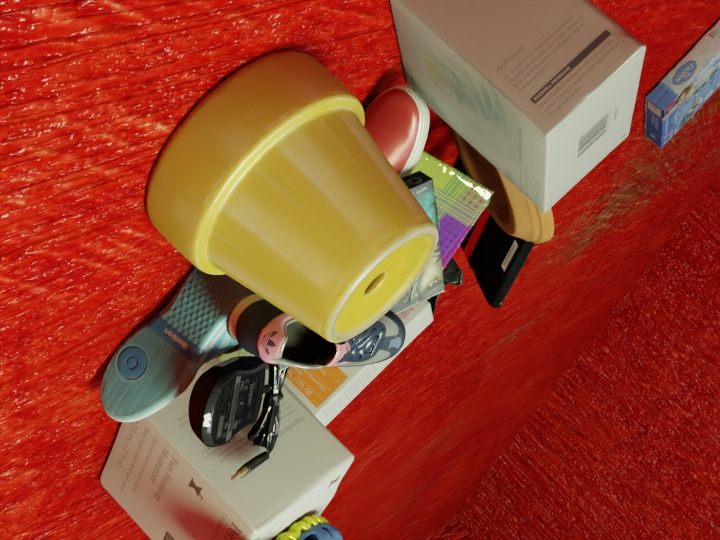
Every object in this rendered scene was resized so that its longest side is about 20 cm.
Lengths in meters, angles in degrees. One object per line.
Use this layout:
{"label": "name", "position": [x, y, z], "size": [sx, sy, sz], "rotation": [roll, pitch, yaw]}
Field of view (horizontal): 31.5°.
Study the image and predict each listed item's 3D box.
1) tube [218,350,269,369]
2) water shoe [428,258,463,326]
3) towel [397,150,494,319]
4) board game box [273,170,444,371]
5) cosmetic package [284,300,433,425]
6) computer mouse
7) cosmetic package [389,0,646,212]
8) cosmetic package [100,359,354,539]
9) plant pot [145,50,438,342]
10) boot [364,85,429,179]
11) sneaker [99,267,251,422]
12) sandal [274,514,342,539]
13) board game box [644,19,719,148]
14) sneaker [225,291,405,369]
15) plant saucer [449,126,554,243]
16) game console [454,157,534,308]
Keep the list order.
{"label": "tube", "position": [-0.061, 0.051, 1.356], "size": [0.200, 0.058, 0.052], "rotation": [-24, 126, -15]}
{"label": "water shoe", "position": [0.056, 0.056, 1.730], "size": [0.200, 0.079, 0.071], "rotation": [-50, 163, 10]}
{"label": "towel", "position": [0.034, -0.044, 1.384], "size": [0.200, 0.144, 0.023], "rotation": [-55, -165, 26]}
{"label": "board game box", "position": [-0.010, 0.000, 1.244], "size": [0.200, 0.028, 0.135], "rotation": [-25, 126, -23]}
{"label": "cosmetic package", "position": [-0.014, 0.088, 1.600], "size": [0.200, 0.101, 0.071], "rotation": [-44, 162, -9]}
{"label": "computer mouse", "position": [-0.128, 0.145, 1.254], "size": [0.200, 0.046, 0.141], "rotation": [-31, 133, -67]}
{"label": "cosmetic package", "position": [0.141, -0.187, 1.179], "size": [0.123, 0.200, 0.199], "rotation": [-42, 162, -6]}
{"label": "cosmetic package", "position": [-0.149, 0.219, 1.406], "size": [0.165, 0.200, 0.165], "rotation": [-30, 156, -42]}
{"label": "plant pot", "position": [-0.045, -0.048, 1.072], "size": [0.201, 0.189, 0.201], "rotation": [-40, 162, -16]}
{"label": "boot", "position": [-0.025, -0.091, 1.230], "size": [0.200, 0.072, 0.144], "rotation": [-52, 161, 29]}
{"label": "sneaker", "position": [-0.161, 0.077, 1.265], "size": [0.200, 0.080, 0.131], "rotation": [-46, 162, 1]}
{"label": "sandal", "position": [-0.071, 0.319, 1.329], "size": [0.080, 0.087, 0.200], "rotation": [-57, 162, 23]}
{"label": "board game box", "position": [0.560, -0.318, 2.149], "size": [0.199, 0.043, 0.200], "rotation": [-48, 163, -1]}
{"label": "sneaker", "position": [-0.025, 0.069, 1.195], "size": [0.200, 0.082, 0.070], "rotation": [5, 109, -37]}
{"label": "plant saucer", "position": [0.144, -0.115, 1.373], "size": [0.037, 0.200, 0.200], "rotation": [-26, 161, -4]}
{"label": "game console", "position": [0.162, -0.077, 1.535], "size": [0.031, 0.177, 0.200], "rotation": [-11, 149, -21]}
